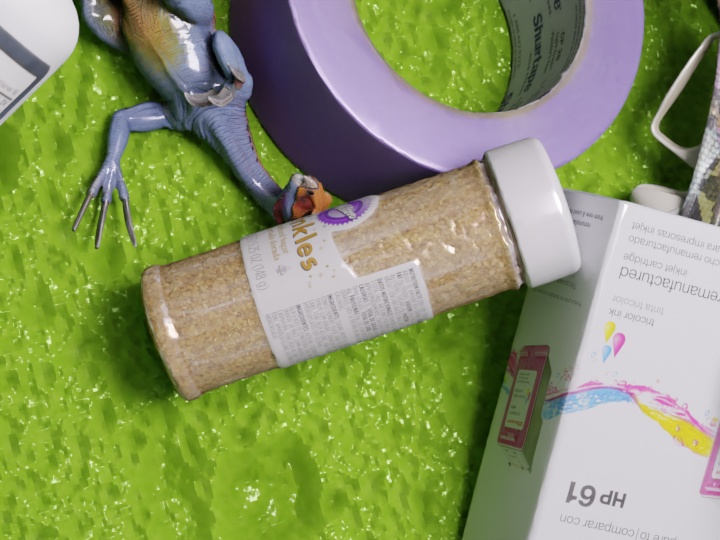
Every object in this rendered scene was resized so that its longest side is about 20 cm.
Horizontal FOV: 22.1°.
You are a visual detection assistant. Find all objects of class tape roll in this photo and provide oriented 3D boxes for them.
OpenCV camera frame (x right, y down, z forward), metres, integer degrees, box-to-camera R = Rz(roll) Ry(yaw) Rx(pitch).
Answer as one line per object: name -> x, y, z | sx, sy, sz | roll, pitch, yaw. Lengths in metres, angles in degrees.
tape roll -> 0.039, -0.132, 0.946 | 0.200, 0.085, 0.200 | 6, 75, -23

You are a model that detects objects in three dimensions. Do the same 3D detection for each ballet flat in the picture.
ballet flat -> 0.188, -0.057, 0.993 | 0.071, 0.069, 0.200 | 17, 98, 17

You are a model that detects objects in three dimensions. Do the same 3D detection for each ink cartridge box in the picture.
ink cartridge box -> 0.148, 0.074, 0.914 | 0.144, 0.085, 0.200 | 14, 93, -19

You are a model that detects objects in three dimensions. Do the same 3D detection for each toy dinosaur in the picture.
toy dinosaur -> -0.074, -0.107, 0.894 | 0.181, 0.105, 0.200 | 44, 51, -31

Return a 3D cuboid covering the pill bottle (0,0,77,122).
pill bottle -> -0.190, -0.106, 0.772 | 0.200, 0.120, 0.120 | -45, 98, 2

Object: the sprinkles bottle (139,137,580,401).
sprinkles bottle -> 0.000, 0.000, 0.863 | 0.200, 0.068, 0.068 | -19, 86, 1
